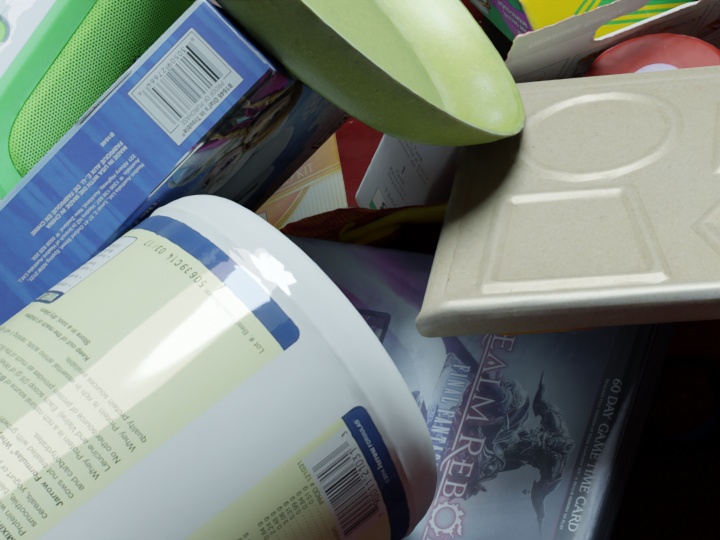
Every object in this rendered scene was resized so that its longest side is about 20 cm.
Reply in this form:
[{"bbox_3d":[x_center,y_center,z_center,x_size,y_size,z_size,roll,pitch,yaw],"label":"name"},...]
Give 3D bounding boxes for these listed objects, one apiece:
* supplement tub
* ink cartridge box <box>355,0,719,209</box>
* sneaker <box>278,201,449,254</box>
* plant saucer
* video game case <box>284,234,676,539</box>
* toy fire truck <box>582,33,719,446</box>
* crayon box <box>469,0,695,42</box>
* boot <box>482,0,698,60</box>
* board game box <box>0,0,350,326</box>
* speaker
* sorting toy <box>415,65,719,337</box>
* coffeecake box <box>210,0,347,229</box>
[{"bbox_3d":[-0.090,0.084,0.929,0.200,0.145,0.145,-37,35,-18],"label":"supplement tub"},{"bbox_3d":[0.094,-0.088,1.199,0.161,0.200,0.050,-22,69,-24],"label":"ink cartridge box"},{"bbox_3d":[0.000,0.000,1.120,0.200,0.073,0.077,-13,-16,42],"label":"sneaker"},{"bbox_3d":[-0.020,-0.114,1.026,0.031,0.200,0.200,-45,21,17],"label":"plant saucer"},{"bbox_3d":[0.008,0.060,1.021,0.200,0.019,0.143,8,69,32],"label":"video game case"},{"bbox_3d":[0.166,-0.005,1.102,0.200,0.112,0.168,-6,45,10],"label":"toy fire truck"},{"bbox_3d":[0.116,-0.195,1.343,0.173,0.058,0.200,-30,36,-7],"label":"crayon box"},{"bbox_3d":[0.153,-0.117,1.372,0.200,0.074,0.075,17,18,35],"label":"boot"},{"bbox_3d":[-0.096,-0.014,1.059,0.200,0.043,0.199,-45,-5,7],"label":"board game box"},{"bbox_3d":[-0.122,-0.095,1.099,0.088,0.088,0.200,19,70,44],"label":"speaker"},{"bbox_3d":[0.124,-0.025,1.004,0.185,0.036,0.200,-4,27,13],"label":"sorting toy"},{"bbox_3d":[-0.098,-0.086,1.231,0.153,0.200,0.073,-25,30,-27],"label":"coffeecake box"}]
